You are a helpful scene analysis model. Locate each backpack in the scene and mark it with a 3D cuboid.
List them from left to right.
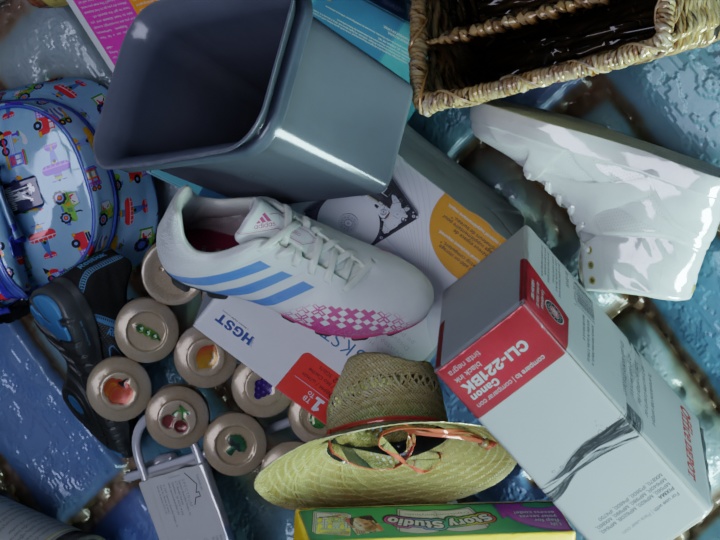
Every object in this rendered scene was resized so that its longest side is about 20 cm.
[{"bbox_3d":[-0.267,-0.055,1.826,0.199,0.134,0.184,-14,95,26],"label":"backpack"}]

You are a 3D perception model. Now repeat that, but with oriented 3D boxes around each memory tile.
[{"bbox_3d":[-0.096,0.077,1.767,0.199,0.017,0.154,26,96,-8],"label":"memory tile"}]

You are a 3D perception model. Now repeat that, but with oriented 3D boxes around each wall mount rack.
[{"bbox_3d":[-0.092,0.190,1.822,0.173,0.074,0.202,-18,92,31],"label":"wall mount rack"}]

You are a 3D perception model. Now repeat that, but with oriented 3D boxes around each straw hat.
[{"bbox_3d":[0.018,0.102,1.638,0.200,0.201,0.086,-19,65,28],"label":"straw hat"}]

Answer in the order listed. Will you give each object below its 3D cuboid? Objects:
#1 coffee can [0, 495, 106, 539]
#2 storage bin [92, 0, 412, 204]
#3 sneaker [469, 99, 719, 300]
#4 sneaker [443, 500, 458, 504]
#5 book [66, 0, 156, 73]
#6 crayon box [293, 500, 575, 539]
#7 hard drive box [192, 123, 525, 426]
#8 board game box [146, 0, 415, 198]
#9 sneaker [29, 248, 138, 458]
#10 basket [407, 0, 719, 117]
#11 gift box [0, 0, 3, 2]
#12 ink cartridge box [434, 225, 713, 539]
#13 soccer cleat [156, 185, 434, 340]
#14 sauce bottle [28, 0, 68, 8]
[{"bbox_3d":[-0.322,0.251,1.905,0.199,0.146,0.148,20,109,23],"label":"coffee can"},{"bbox_3d":[-0.065,-0.117,1.583,0.199,0.134,0.147,-4,66,50],"label":"storage bin"},{"bbox_3d":[0.155,-0.045,1.646,0.199,0.074,0.116,22,106,20],"label":"sneaker"},{"bbox_3d":[0.016,0.255,1.761,0.200,0.079,0.090,-40,115,15],"label":"sneaker"},{"bbox_3d":[-0.156,-0.207,1.734,0.133,0.048,0.201,-11,125,30],"label":"book"},{"bbox_3d":[0.048,0.260,1.700,0.198,0.058,0.174,0,109,-13],"label":"crayon box"},{"bbox_3d":[0.000,0.000,1.692,0.155,0.077,0.200,36,110,-9],"label":"hard drive box"},{"bbox_3d":[-0.045,-0.127,1.706,0.150,0.047,0.201,27,115,-15],"label":"board game box"},{"bbox_3d":[-0.194,0.069,1.823,0.073,0.082,0.201,33,150,31],"label":"sneaker"},{"bbox_3d":[0.132,-0.200,1.584,0.199,0.149,0.144,-11,95,29],"label":"basket"},{"bbox_3d":[-0.409,-0.237,1.832,0.186,0.184,0.202,-21,84,27],"label":"gift box"},{"bbox_3d":[0.147,0.088,1.596,0.084,0.144,0.200,-39,104,18],"label":"ink cartridge box"},{"bbox_3d":[-0.045,-0.007,1.602,0.198,0.070,0.087,11,143,2],"label":"soccer cleat"},{"bbox_3d":[-0.170,-0.248,1.778,0.198,0.066,0.067,-10,96,25],"label":"sauce bottle"}]
